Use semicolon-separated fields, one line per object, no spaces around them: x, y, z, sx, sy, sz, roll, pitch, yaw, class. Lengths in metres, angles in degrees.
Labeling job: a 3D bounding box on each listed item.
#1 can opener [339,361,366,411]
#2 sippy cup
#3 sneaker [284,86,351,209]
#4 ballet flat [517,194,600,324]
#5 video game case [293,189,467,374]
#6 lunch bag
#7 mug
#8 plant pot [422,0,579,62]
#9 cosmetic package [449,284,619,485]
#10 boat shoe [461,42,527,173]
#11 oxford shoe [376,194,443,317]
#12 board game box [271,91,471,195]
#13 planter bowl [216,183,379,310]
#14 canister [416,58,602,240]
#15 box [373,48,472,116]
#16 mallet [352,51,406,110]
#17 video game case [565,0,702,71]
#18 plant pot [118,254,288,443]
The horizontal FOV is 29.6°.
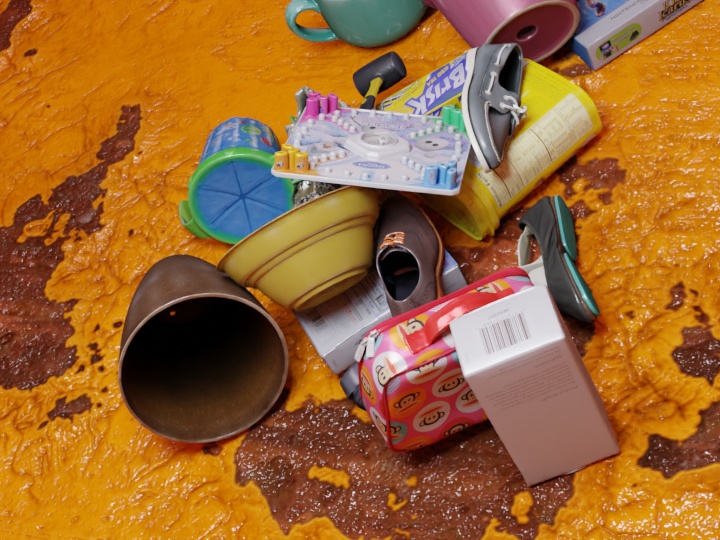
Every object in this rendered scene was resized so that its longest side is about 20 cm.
0.072;0.084;1.464;0.200;0.063;0.079;-34;68;-5;can opener
-0.148;-0.123;1.723;0.177;0.140;0.130;-6;37;0;sippy cup
-0.065;-0.134;1.613;0.077;0.089;0.200;-20;50;34;sneaker
0.209;-0.001;1.472;0.068;0.068;0.200;-28;34;18;ballet flat
0.000;0.000;1.578;0.181;0.045;0.200;-35;45;-1;video game case
0.095;0.084;1.351;0.200;0.176;0.082;-23;55;-13;lunch bag
0.003;-0.377;1.860;0.185;0.114;0.152;-5;51;26;mug
0.172;-0.352;1.662;0.200;0.200;0.179;-26;66;6;plant pot
0.167;0.112;1.294;0.101;0.200;0.074;-21;46;9;cosmetic package
0.154;-0.190;1.532;0.062;0.073;0.200;-14;41;19;boat shoe
0.050;-0.019;1.475;0.071;0.073;0.200;-22;46;11;oxford shoe
0.020;-0.144;1.497;0.199;0.026;0.200;6;29;7;board game box
-0.050;-0.012;1.484;0.200;0.200;0.084;-28;82;4;planter bowl
0.165;-0.146;1.598;0.200;0.087;0.148;-40;46;-10;canister
0.080;-0.190;1.696;0.200;0.064;0.070;-30;45;1;box
0.020;-0.216;1.666;0.066;0.041;0.200;-30;20;16;mallet
0.315;-0.362;1.730;0.181;0.045;0.200;-33;45;-2;video game case
-0.193;0.065;1.564;0.187;0.187;0.200;-31;30;1;plant pot
